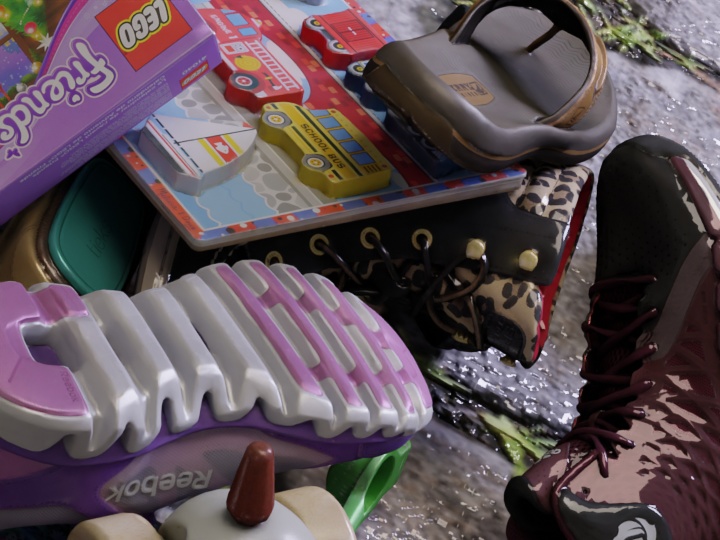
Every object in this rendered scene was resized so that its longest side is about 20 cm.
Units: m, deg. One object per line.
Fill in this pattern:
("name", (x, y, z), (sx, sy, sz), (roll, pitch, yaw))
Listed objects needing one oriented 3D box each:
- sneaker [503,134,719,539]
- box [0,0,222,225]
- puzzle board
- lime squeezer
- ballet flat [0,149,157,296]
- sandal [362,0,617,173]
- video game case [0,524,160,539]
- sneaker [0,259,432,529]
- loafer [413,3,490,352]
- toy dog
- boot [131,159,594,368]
("sneaker", (0.101, 0.050, 1.183), (0.115, 0.076, 0.201), (-11, 83, -28))
("box", (-0.170, -0.076, 1.114), (0.200, 0.039, 0.137), (-37, 78, -6))
("puzzle board", (-0.048, -0.081, 1.186), (0.150, 0.017, 0.200), (-11, 41, -32))
("lime squeezer", (-0.012, 0.066, 1.158), (0.070, 0.038, 0.200), (27, 27, -26))
("ballet flat", (-0.108, -0.030, 1.200), (0.069, 0.063, 0.200), (48, 30, -11))
("sandal", (0.060, -0.084, 1.174), (0.082, 0.055, 0.200), (39, 18, 15))
("video game case", (-0.108, 0.150, 1.022), (0.181, 0.024, 0.200), (24, 38, -5))
("sneaker", (-0.067, 0.053, 1.068), (0.199, 0.089, 0.081), (-1, 42, -37))
("loafer", (0.063, -0.036, 1.312), (0.072, 0.073, 0.201), (24, 41, -17))
("toy dog", (-0.017, 0.136, 0.988), (0.132, 0.097, 0.200), (-32, 66, -36))
("boot", (0.000, 0.000, 1.173), (0.150, 0.074, 0.200), (17, 40, 8))
